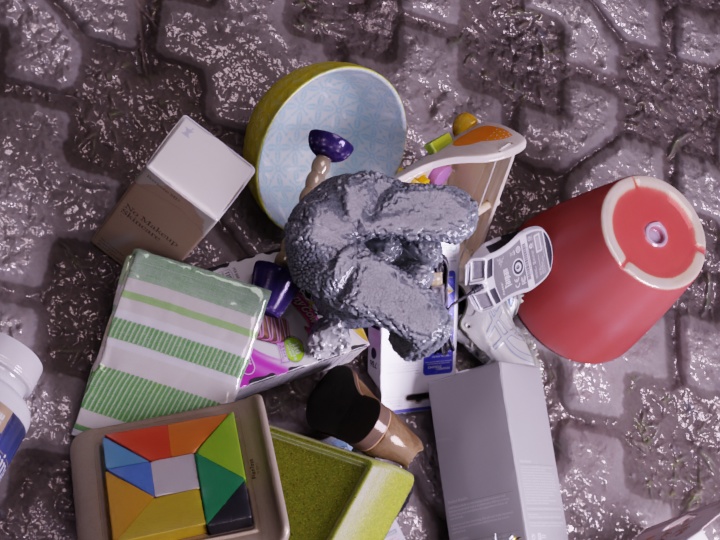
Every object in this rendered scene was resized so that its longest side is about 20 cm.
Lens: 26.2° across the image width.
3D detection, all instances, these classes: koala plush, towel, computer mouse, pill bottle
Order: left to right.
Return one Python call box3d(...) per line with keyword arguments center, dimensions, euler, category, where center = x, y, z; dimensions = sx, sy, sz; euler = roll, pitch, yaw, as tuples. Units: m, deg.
box3d(center=(-0.380, 0.158, 1.453), dimensions=(0.111, 0.111, 0.200), euler=(30, 59, -11), category="pill bottle")
box3d(center=(-0.193, 0.093, 1.564), dimensions=(0.152, 0.023, 0.201), euler=(18, 84, -1), category="towel")
box3d(center=(0.000, 0.000, 1.573), dimensions=(0.183, 0.200, 0.178), euler=(18, 72, -6), category="koala plush")
box3d(center=(0.139, 0.009, 1.719), dimensions=(0.200, 0.044, 0.110), euler=(-26, 112, -39), category="computer mouse")

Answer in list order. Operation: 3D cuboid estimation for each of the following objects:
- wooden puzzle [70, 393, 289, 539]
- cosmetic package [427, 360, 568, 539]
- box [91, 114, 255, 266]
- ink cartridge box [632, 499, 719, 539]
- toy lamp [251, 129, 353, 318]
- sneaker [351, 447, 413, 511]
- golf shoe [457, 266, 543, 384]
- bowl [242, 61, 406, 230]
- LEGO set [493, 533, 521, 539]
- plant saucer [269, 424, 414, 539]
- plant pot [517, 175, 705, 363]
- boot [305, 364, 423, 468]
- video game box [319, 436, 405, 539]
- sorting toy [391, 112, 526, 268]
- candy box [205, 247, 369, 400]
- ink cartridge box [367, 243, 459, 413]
box3d(center=(-0.177, 0.204, 1.473), dimensions=(0.199, 0.037, 0.185), euler=(-14, 45, -3), category="wooden puzzle")
box3d(center=(0.147, 0.206, 1.667), dimensions=(0.090, 0.107, 0.201), euler=(14, 65, -47), category="cosmetic package")
box3d(center=(-0.195, -0.066, 1.585), dimensions=(0.095, 0.200, 0.078), euler=(37, 58, -6), category="box")
box3d(center=(0.317, 0.316, 1.662), dimensions=(0.176, 0.200, 0.045), euler=(-27, 82, -32), category="ink cartridge box")
box3d(center=(-0.065, -0.047, 1.629), dimensions=(0.058, 0.058, 0.201), euler=(25, 77, -14), category="toy lamp")
box3d(center=(-0.042, 0.253, 1.555), dimensions=(0.200, 0.074, 0.080), euler=(-32, 60, -31), category="sneaker")
box3d(center=(0.147, 0.085, 1.768), dimensions=(0.097, 0.078, 0.201), euler=(-7, 64, -16), category="golf shoe")
box3d(center=(-0.059, -0.150, 1.728), dimensions=(0.200, 0.201, 0.108), euler=(-18, 35, -30), category="bowl")
box3d(center=(0.120, 0.376, 1.563), dimensions=(0.153, 0.116, 0.201), euler=(-21, 95, -29), category="LEGO set")
box3d(center=(-0.075, 0.231, 1.496), dimensions=(0.199, 0.048, 0.200), euler=(16, 50, 20), category="plant saucer")
box3d(center=(0.297, -0.012, 1.810), dimensions=(0.200, 0.177, 0.201), euler=(10, 65, -22), category="plant pot")
box3d(center=(0.001, 0.157, 1.606), dimensions=(0.075, 0.200, 0.074), euler=(36, 89, -24), category="boot")
box3d(center=(-0.056, 0.282, 1.592), dimensions=(0.199, 0.047, 0.183), euler=(-20, 80, -31), category="video game box")
box3d(center=(0.069, -0.078, 1.739), dimensions=(0.180, 0.200, 0.107), euler=(-24, 59, -30), category="sorting toy")
box3d(center=(-0.107, 0.056, 1.657), dimensions=(0.199, 0.061, 0.137), euler=(-17, 77, -31), category="candy box")
box3d(center=(0.058, 0.056, 1.717), dimensions=(0.099, 0.039, 0.201), euler=(-3, 100, -27), category="ink cartridge box")
